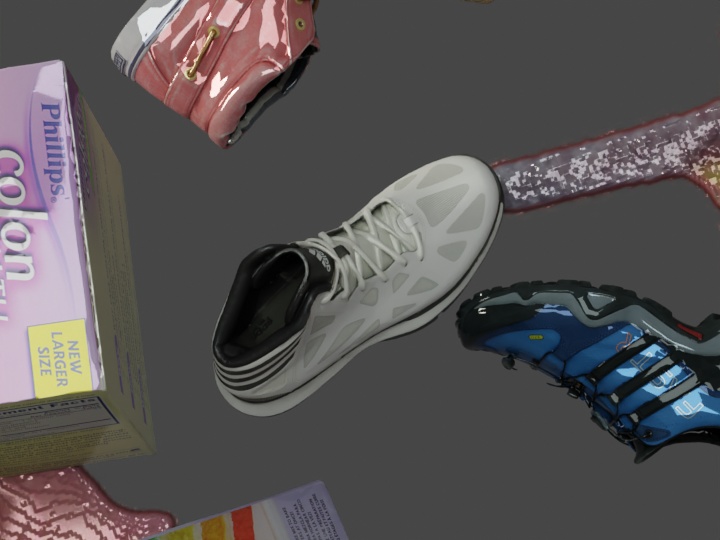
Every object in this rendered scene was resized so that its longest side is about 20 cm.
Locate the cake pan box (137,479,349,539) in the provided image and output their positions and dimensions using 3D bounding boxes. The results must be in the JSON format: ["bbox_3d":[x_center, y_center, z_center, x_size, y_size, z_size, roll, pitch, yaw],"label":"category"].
[{"bbox_3d":[-0.066,0.231,1.415,0.183,0.052,0.201,-15,74,-27],"label":"cake pan box"}]

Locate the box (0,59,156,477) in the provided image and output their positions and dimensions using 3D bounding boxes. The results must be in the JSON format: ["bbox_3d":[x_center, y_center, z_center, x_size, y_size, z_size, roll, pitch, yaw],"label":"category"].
[{"bbox_3d":[-0.179,0.006,1.437,0.096,0.200,0.177,-8,77,1],"label":"box"}]

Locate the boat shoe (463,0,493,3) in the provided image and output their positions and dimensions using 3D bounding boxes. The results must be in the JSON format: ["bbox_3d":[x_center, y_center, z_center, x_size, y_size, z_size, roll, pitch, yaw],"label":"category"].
[{"bbox_3d":[0.075,-0.243,1.555,0.069,0.074,0.201,23,69,-15],"label":"boat shoe"}]

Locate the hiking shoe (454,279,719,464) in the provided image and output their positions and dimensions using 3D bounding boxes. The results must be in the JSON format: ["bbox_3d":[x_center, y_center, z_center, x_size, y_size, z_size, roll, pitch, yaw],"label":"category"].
[{"bbox_3d":[0.147,0.060,1.470,0.198,0.074,0.087,11,77,6],"label":"hiking shoe"}]

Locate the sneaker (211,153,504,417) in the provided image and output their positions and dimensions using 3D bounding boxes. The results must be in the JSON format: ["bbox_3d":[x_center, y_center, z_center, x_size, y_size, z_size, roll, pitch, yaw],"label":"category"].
[{"bbox_3d":[0.000,0.000,1.471,0.200,0.115,0.076,-40,78,-7],"label":"sneaker"}]

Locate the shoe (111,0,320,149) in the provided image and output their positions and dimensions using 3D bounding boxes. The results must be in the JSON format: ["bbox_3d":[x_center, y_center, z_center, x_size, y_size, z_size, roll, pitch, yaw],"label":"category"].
[{"bbox_3d":[-0.048,-0.168,1.542,0.091,0.071,0.200,39,85,7],"label":"shoe"}]
